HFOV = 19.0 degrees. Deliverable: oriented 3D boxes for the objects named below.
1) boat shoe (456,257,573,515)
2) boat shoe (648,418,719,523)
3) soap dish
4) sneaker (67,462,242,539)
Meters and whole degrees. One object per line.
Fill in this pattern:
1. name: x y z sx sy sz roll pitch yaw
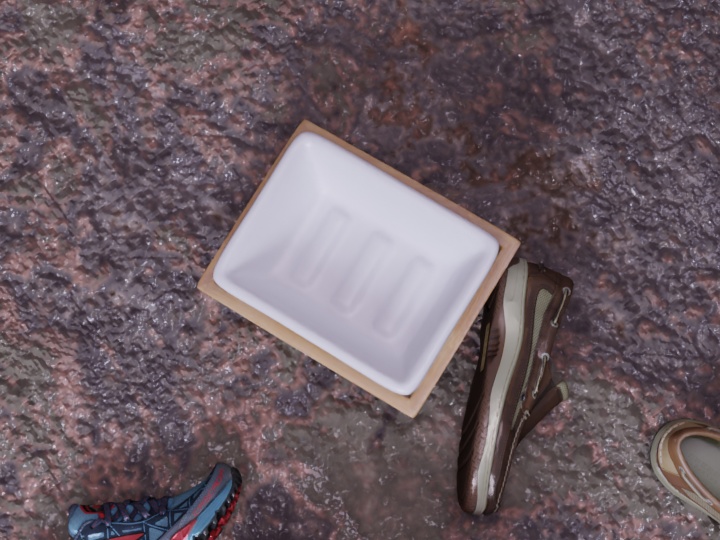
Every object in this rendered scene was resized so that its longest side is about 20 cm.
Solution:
1. boat shoe: 0.126 0.092 1.661 0.074 0.075 0.204 12 82 -7
2. boat shoe: 0.314 0.181 1.654 0.199 0.074 0.076 28 82 2
3. soap dish: 0.000 0.000 1.648 0.199 0.081 0.158 30 82 14
4. sneaker: -0.179 0.204 1.629 0.200 0.079 0.096 -41 84 -7
